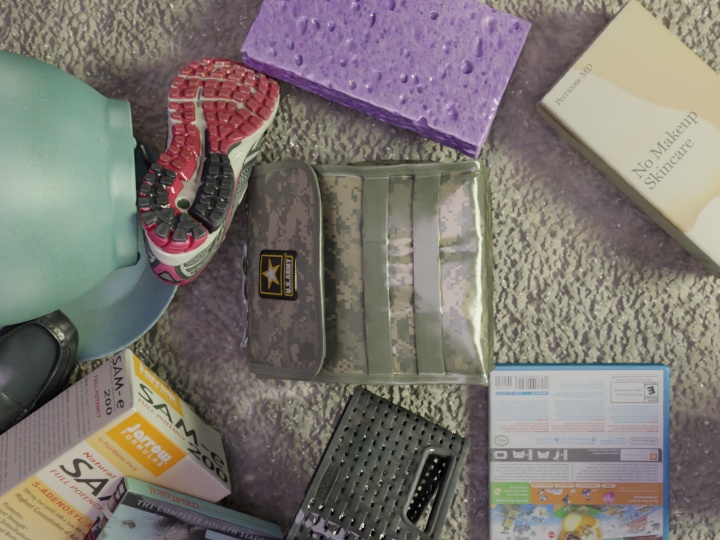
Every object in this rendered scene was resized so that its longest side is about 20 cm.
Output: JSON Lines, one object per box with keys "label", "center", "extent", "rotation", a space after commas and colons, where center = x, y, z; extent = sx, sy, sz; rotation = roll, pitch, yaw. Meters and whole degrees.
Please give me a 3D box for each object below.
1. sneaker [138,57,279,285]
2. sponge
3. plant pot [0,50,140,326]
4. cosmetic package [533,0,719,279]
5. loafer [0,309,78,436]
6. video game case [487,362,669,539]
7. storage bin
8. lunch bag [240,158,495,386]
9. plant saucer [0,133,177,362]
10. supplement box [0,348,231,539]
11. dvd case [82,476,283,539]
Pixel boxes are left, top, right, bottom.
{"label": "sneaker", "center": [-0.119, -0.082, 0.733], "extent": [0.080, 0.075, 0.201], "rotation": [19, 53, -1]}
{"label": "sponge", "center": [0.020, -0.175, 0.755], "extent": [0.198, 0.030, 0.112], "rotation": [23, 79, 5]}
{"label": "plant pot", "center": [-0.226, -0.060, 0.694], "extent": [0.133, 0.200, 0.203], "rotation": [-4, 94, -14]}
{"label": "cosmetic package", "center": [0.237, -0.095, 0.732], "extent": [0.200, 0.071, 0.105], "rotation": [41, 97, 2]}
{"label": "loafer", "center": [-0.291, 0.106, 0.775], "extent": [0.068, 0.070, 0.201], "rotation": [43, 115, -6]}
{"label": "video game case", "center": [0.174, 0.175, 0.784], "extent": [0.141, 0.018, 0.202], "rotation": [-1, 94, 5]}
{"label": "storage bin", "center": [-0.008, 0.200, 0.709], "extent": [0.093, 0.136, 0.201], "rotation": [25, 131, 4]}
{"label": "lunch bag", "center": [0.000, 0.000, 0.742], "extent": [0.198, 0.118, 0.166], "rotation": [-1, 92, 12]}
{"label": "plant saucer", "center": [-0.234, -0.027, 0.801], "extent": [0.199, 0.039, 0.203], "rotation": [0, 93, 6]}
{"label": "supplement box", "center": [-0.219, 0.171, 0.768], "extent": [0.199, 0.074, 0.126], "rotation": [-35, 126, 7]}
{"label": "dvd case", "center": [-0.172, 0.262, 0.774], "extent": [0.145, 0.022, 0.201], "rotation": [27, 104, -31]}
